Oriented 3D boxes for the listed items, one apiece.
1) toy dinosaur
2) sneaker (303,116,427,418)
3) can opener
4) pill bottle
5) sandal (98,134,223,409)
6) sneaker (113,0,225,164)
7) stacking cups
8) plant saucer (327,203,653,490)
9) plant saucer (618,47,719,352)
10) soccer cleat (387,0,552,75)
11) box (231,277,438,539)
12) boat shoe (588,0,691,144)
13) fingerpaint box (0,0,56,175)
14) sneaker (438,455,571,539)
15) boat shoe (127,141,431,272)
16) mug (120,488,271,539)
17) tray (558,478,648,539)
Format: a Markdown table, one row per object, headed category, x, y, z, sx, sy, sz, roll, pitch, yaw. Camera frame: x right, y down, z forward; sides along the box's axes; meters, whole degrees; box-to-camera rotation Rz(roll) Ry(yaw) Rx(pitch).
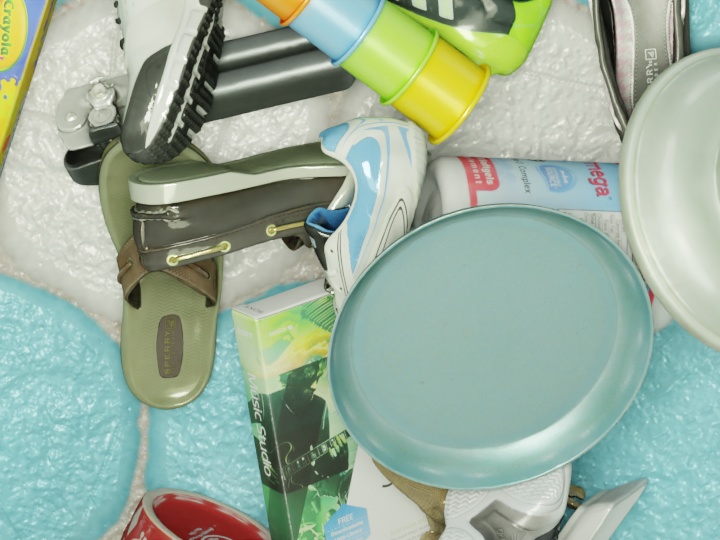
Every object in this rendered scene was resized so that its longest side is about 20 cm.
| category | x | y | z | sx | sy | sz | roll | pitch | yaw |
| --- | --- | --- | --- | --- | --- | --- | --- | --- | --- |
| toy dinosaur | 0.058 | 0.155 | 1.568 | 0.199 | 0.058 | 0.102 | 15 | 78 | -40 |
| sneaker | 0.000 | 0.000 | 1.480 | 0.072 | 0.072 | 0.201 | 2 | 113 | -1 |
| can opener | -0.099 | -0.111 | 1.534 | 0.199 | 0.053 | 0.067 | -16 | 141 | 9 |
| pill bottle | 0.138 | -0.014 | 1.511 | 0.199 | 0.109 | 0.109 | 2 | 108 | -12 |
| sandal | -0.122 | 0.004 | 1.547 | 0.079 | 0.057 | 0.202 | -6 | 116 | -3 |
| sneaker | -0.122 | -0.160 | 1.479 | 0.080 | 0.074 | 0.201 | 9 | 74 | 9 |
| stacking cups | -0.016 | -0.157 | 1.449 | 0.200 | 0.061 | 0.061 | 36 | 105 | -12 |
| plant saucer | 0.077 | 0.043 | 1.454 | 0.199 | 0.027 | 0.201 | -4 | 120 | -7 |
| plant saucer | 0.251 | -0.045 | 1.474 | 0.199 | 0.050 | 0.201 | 7 | 75 | -27 |
| soccer cleat | 0.026 | -0.194 | 1.494 | 0.200 | 0.068 | 0.081 | 31 | 96 | -14 |
| box | -0.001 | 0.099 | 1.559 | 0.144 | 0.036 | 0.201 | -20 | 109 | -30 |
| boat shoe | 0.174 | -0.166 | 1.496 | 0.067 | 0.057 | 0.201 | -8 | 107 | 5 |
| fingerpaint box | -0.295 | -0.119 | 1.518 | 0.166 | 0.073 | 0.201 | 20 | 107 | -4 |
| sneaker | 0.094 | 0.196 | 1.516 | 0.075 | 0.200 | 0.114 | 0 | 132 | 25 |
| boat shoe | -0.049 | -0.042 | 1.512 | 0.200 | 0.072 | 0.061 | -9 | 105 | -23 |
| mug | -0.129 | 0.265 | 1.589 | 0.133 | 0.178 | 0.201 | 21 | 103 | -19 |
| tray | 0.117 | 0.219 | 1.601 | 0.022 | 0.107 | 0.200 | 37 | 106 | 14 |
